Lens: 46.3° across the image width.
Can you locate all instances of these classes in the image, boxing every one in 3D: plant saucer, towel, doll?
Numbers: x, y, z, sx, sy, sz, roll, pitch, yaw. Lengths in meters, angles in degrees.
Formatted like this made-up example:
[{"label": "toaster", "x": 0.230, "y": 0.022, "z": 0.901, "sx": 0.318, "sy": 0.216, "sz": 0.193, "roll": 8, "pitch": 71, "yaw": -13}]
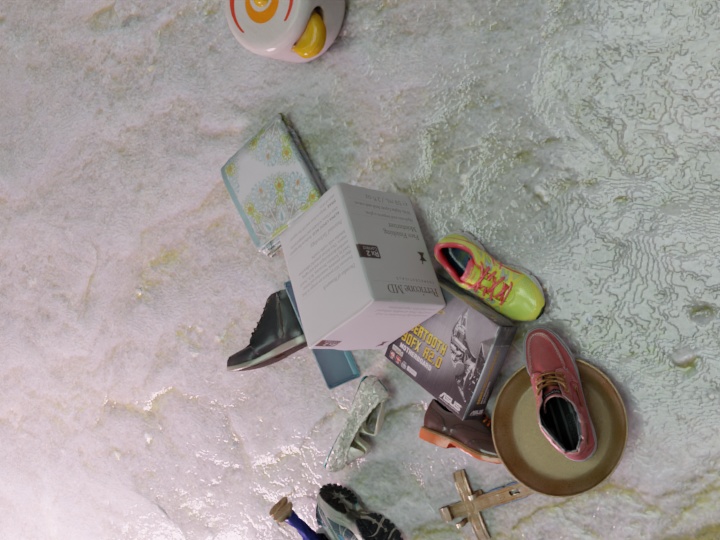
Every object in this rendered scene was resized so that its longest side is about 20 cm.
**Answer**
[{"label": "plant saucer", "x": -0.069, "y": 0.105, "z": 1.465, "sx": 0.019, "sy": 0.069, "sz": 0.203, "roll": -38, "pitch": 72, "yaw": 57}, {"label": "towel", "x": -0.153, "y": -0.150, "z": 1.506, "sx": 0.170, "sy": 0.048, "sz": 0.202, "roll": -35, "pitch": 76, "yaw": 27}, {"label": "doll", "x": -0.077, "y": 0.485, "z": 1.478, "sx": 0.048, "sy": 0.136, "sz": 0.201, "roll": -42, "pitch": 100, "yaw": -13}, {"label": "plant saucer", "x": 0.292, "y": 0.228, "z": 1.232, "sx": 0.197, "sy": 0.035, "sz": 0.204, "roll": -7, "pitch": 74, "yaw": 22}]

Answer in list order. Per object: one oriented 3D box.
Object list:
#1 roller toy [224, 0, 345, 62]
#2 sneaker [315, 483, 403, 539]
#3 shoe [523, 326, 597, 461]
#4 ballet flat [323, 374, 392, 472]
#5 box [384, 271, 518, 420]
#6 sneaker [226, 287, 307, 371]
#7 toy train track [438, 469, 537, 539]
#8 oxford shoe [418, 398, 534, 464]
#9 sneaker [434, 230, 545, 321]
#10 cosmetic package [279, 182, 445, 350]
[{"label": "roller toy", "x": -0.130, "y": -0.446, "z": 1.408, "sx": 0.180, "sy": 0.139, "sz": 0.204, "roll": -4, "pitch": 93, "yaw": 33}, {"label": "sneaker", "x": -0.001, "y": 0.460, "z": 1.456, "sx": 0.199, "sy": 0.077, "sz": 0.087, "roll": 37, "pitch": 125, "yaw": 32}, {"label": "shoe", "x": 0.276, "y": 0.167, "z": 1.184, "sx": 0.071, "sy": 0.091, "sz": 0.203, "roll": -23, "pitch": 68, "yaw": 16}, {"label": "ballet flat", "x": -0.003, "y": 0.274, "z": 1.432, "sx": 0.071, "sy": 0.071, "sz": 0.203, "roll": 32, "pitch": 112, "yaw": 26}, {"label": "box", "x": 0.135, "y": 0.111, "z": 1.308, "sx": 0.199, "sy": 0.048, "sz": 0.161, "roll": 36, "pitch": 114, "yaw": 44}, {"label": "sneaker", "x": -0.170, "y": 0.110, "z": 1.530, "sx": 0.198, "sy": 0.075, "sz": 0.108, "roll": -26, "pitch": 76, "yaw": 22}, {"label": "toy train track", "x": 0.204, "y": 0.364, "z": 1.329, "sx": 0.198, "sy": 0.032, "sz": 0.116, "roll": -28, "pitch": 79, "yaw": 30}, {"label": "oxford shoe", "x": 0.187, "y": 0.253, "z": 1.311, "sx": 0.197, "sy": 0.071, "sz": 0.074, "roll": 12, "pitch": 87, "yaw": 24}, {"label": "sneaker", "x": 0.188, "y": 0.014, "z": 1.275, "sx": 0.199, "sy": 0.090, "sz": 0.079, "roll": 35, "pitch": 110, "yaw": 24}, {"label": "cosmetic package", "x": 0.000, "y": 0.000, "z": 1.313, "sx": 0.165, "sy": 0.163, "sz": 0.203, "roll": -38, "pitch": 60, "yaw": 38}]
